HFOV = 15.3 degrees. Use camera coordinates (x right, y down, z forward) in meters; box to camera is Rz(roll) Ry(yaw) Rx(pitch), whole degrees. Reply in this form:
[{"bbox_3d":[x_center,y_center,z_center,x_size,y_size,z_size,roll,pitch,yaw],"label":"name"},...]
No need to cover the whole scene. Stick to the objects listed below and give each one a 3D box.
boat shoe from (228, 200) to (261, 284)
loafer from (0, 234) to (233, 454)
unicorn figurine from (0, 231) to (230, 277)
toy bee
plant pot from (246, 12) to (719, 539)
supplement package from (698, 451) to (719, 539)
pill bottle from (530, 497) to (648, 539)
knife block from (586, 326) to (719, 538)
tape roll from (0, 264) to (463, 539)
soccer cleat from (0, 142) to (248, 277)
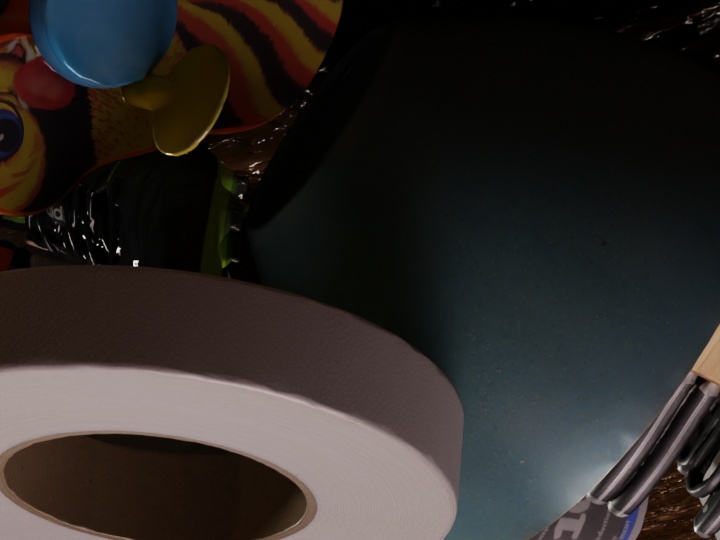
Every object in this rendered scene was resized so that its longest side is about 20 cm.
[{"bbox_3d":[0.000,0.000,1.150,0.200,0.074,0.066,-9,149,-19],"label":"boat shoe"},{"bbox_3d":[-0.110,0.031,0.979,0.200,0.076,0.068,23,-177,0],"label":"loafer"},{"bbox_3d":[-0.062,0.043,1.061,0.137,0.200,0.074,-29,176,-12],"label":"unicorn figurine"},{"bbox_3d":[-0.101,-0.055,0.846,0.200,0.109,0.131,0,-170,-13],"label":"toy bee"},{"bbox_3d":[0.039,-0.017,0.977,0.135,0.200,0.200,35,148,-13],"label":"plant pot"},{"bbox_3d":[0.221,0.102,1.187,0.120,0.121,0.200,-25,-166,1],"label":"supplement package"},{"bbox_3d":[0.064,0.115,1.492,0.114,0.114,0.200,-21,160,34],"label":"pill bottle"},{"bbox_3d":[0.145,0.003,1.039,0.175,0.064,0.200,-15,119,5],"label":"knife block"},{"bbox_3d":[-0.066,0.057,0.885,0.202,0.037,0.203,4,155,2],"label":"tape roll"},{"bbox_3d":[-0.086,-0.020,0.934,0.081,0.068,0.200,2,-167,-11],"label":"soccer cleat"}]
